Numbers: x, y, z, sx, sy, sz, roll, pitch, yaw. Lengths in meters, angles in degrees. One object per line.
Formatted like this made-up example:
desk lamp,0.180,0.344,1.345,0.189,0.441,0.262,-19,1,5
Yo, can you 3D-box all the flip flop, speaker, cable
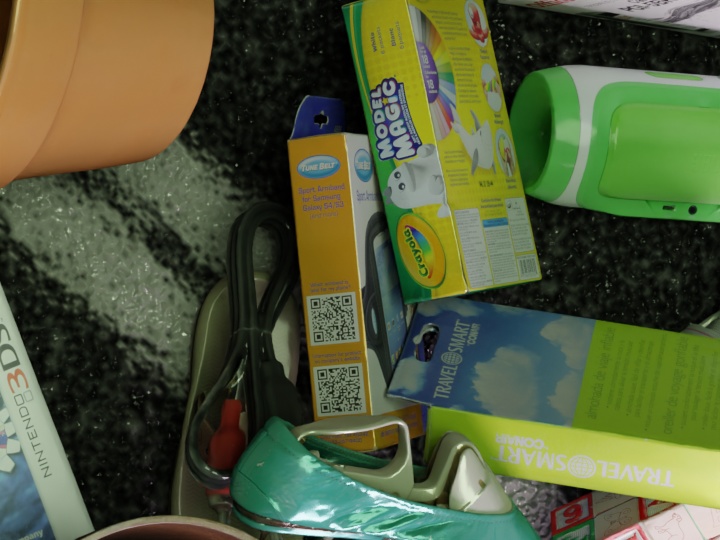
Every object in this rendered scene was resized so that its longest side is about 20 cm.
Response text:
flip flop,-0.062,0.100,1.502,0.081,0.058,0.201,6,86,-19
speaker,0.193,-0.076,1.587,0.199,0.088,0.089,3,87,-20
cable,-0.067,0.057,1.469,0.097,0.050,0.201,5,62,-31

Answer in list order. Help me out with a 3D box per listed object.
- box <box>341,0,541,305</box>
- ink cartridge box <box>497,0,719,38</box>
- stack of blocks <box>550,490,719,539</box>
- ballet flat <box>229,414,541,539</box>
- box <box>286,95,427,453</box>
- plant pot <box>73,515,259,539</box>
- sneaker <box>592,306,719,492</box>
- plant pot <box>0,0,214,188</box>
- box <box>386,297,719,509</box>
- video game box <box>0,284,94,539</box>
box,0.045,-0.085,1.514,0.117,0.048,0.201,-6,86,-65
ink cartridge box,0.198,-0.190,1.559,0.199,0.147,0.083,7,88,-18
stack of blocks,0.209,0.209,1.550,0.115,0.059,0.201,-26,112,14
ballet flat,0.027,0.117,1.418,0.199,0.067,0.071,13,107,-27
box,0.000,0.000,1.498,0.041,0.119,0.201,-4,91,17
plant pot,-0.128,0.219,1.399,0.186,0.200,0.188,1,88,-19
sneaker,0.204,0.075,1.587,0.088,0.081,0.201,27,79,-19
plant pot,-0.172,-0.135,1.412,0.139,0.200,0.201,5,86,-36
box,0.121,0.073,1.498,0.199,0.122,0.048,9,121,8
video game box,-0.266,0.102,1.436,0.199,0.047,0.183,-23,93,-19
